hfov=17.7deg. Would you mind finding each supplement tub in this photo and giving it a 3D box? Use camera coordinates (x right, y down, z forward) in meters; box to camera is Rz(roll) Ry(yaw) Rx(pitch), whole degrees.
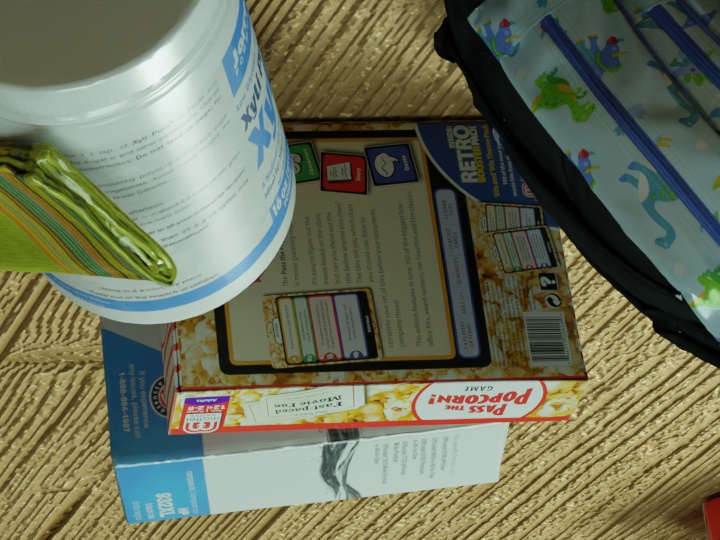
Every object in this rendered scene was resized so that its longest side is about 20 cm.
[{"bbox_3d":[-0.105,-0.075,0.989,0.131,0.132,0.200,-9,151,3],"label":"supplement tub"}]

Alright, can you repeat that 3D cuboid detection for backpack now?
[{"bbox_3d":[0.137,-0.051,1.022,0.153,0.200,0.163,-24,147,8],"label":"backpack"}]

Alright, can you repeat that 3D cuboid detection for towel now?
[{"bbox_3d":[-0.166,-0.022,0.981,0.200,0.018,0.086,2,145,47],"label":"towel"}]

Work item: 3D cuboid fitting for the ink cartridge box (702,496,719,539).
[{"bbox_3d":[0.322,0.187,1.616,0.200,0.067,0.116,-25,146,27],"label":"ink cartridge box"}]

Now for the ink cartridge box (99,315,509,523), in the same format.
[{"bbox_3d":[-0.032,0.041,1.195,0.199,0.146,0.084,-6,151,-3],"label":"ink cartridge box"}]

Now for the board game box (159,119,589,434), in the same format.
[{"bbox_3d":[0.000,0.000,1.127,0.199,0.152,0.046,-1,150,-11],"label":"board game box"}]
